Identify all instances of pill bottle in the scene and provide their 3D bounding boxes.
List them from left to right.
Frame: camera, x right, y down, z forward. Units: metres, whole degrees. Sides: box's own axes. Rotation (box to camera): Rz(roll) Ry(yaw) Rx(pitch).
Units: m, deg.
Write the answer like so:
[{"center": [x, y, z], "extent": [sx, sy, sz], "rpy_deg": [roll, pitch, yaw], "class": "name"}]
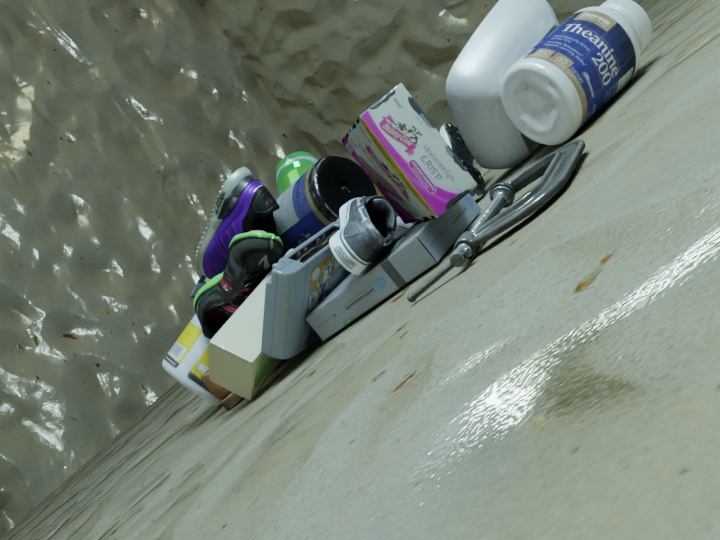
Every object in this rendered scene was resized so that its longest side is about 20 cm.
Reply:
[{"center": [-0.199, 0.092, 1.253], "extent": [0.201, 0.112, 0.112], "rpy_deg": [-55, 7, -9], "class": "pill bottle"}, {"center": [-0.073, -0.073, 1.203], "extent": [0.200, 0.112, 0.112], "rpy_deg": [-35, 6, 46], "class": "pill bottle"}, {"center": [0.272, -0.252, 1.023], "extent": [0.200, 0.111, 0.111], "rpy_deg": [-42, 5, -26], "class": "pill bottle"}]

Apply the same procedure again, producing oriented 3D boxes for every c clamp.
[{"center": [0.137, -0.062, 0.803], "extent": [0.170, 0.027, 0.200], "rpy_deg": [-36, 6, 41], "class": "c clamp"}]

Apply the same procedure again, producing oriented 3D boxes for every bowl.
[{"center": [0.213, -0.246, 1.108], "extent": [0.074, 0.200, 0.201], "rpy_deg": [27, 74, 39], "class": "bowl"}]

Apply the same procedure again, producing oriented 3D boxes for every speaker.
[{"center": [-0.078, -0.098, 1.361], "extent": [0.087, 0.201, 0.089], "rpy_deg": [-15, -34, -10], "class": "speaker"}]

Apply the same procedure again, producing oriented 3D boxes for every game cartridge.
[{"center": [-0.059, 0.024, 1.044], "extent": [0.200, 0.041, 0.135], "rpy_deg": [-41, -40, -56], "class": "game cartridge"}]

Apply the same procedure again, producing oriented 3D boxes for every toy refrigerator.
[{"center": [-0.113, 0.067, 1.082], "extent": [0.200, 0.069, 0.076], "rpy_deg": [-53, -20, -44], "class": "toy refrigerator"}]

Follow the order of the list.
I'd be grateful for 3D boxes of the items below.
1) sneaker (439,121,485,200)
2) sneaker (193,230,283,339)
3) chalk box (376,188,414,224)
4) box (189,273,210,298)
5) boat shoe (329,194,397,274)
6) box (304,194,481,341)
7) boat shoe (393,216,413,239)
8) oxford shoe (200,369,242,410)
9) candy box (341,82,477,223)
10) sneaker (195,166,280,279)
[{"center": [0.129, -0.147, 1.197], "extent": [0.079, 0.074, 0.201], "rpy_deg": [-48, 18, 33], "class": "sneaker"}, {"center": [-0.161, 0.023, 1.126], "extent": [0.200, 0.076, 0.084], "rpy_deg": [-52, 39, 37], "class": "sneaker"}, {"center": [0.075, -0.124, 1.328], "extent": [0.124, 0.124, 0.200], "rpy_deg": [-40, 5, -31], "class": "chalk box"}, {"center": [-0.162, 0.015, 1.346], "extent": [0.122, 0.198, 0.048], "rpy_deg": [-56, 29, 32], "class": "box"}, {"center": [0.013, -0.058, 0.996], "extent": [0.068, 0.072, 0.200], "rpy_deg": [-40, 6, 17], "class": "boat shoe"}, {"center": [0.039, -0.008, 1.000], "extent": [0.199, 0.041, 0.156], "rpy_deg": [-35, 5, 36], "class": "box"}, {"center": [0.000, 0.000, 1.170], "extent": [0.199, 0.071, 0.070], "rpy_deg": [-33, 35, 32], "class": "boat shoe"}, {"center": [-0.141, 0.094, 1.156], "extent": [0.200, 0.071, 0.071], "rpy_deg": [-49, 8, -26], "class": "oxford shoe"}, {"center": [0.049, -0.126, 0.958], "extent": [0.061, 0.137, 0.200], "rpy_deg": [-39, 5, -5], "class": "candy box"}, {"center": [-0.166, -0.040, 1.178], "extent": [0.070, 0.099, 0.201], "rpy_deg": [-41, -17, -46], "class": "sneaker"}]
